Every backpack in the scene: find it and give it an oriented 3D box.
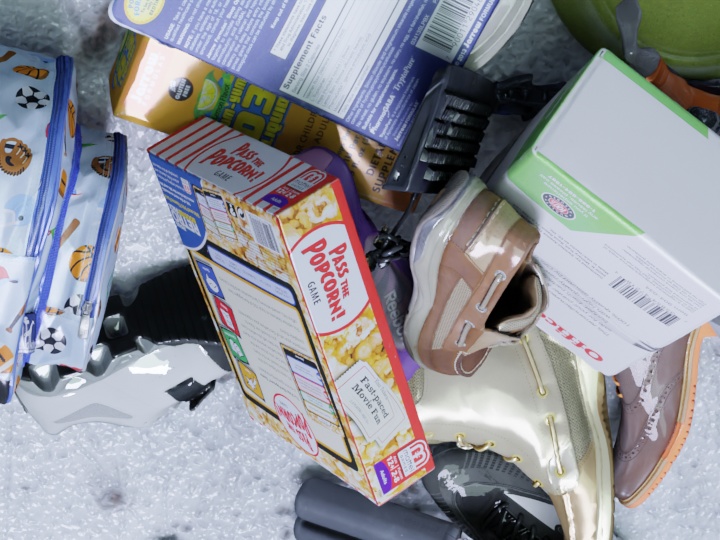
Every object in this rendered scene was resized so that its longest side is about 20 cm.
[{"bbox_3d":[-0.212,-0.037,1.254,0.153,0.200,0.192,2,112,-14],"label":"backpack"}]

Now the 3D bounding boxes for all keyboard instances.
[{"bbox_3d":[0.042,-0.055,1.241,0.020,0.200,0.128,26,97,10],"label":"keyboard"}]

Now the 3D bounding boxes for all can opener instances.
[{"bbox_3d":[0.043,0.201,1.432,0.199,0.067,0.054,17,135,13],"label":"can opener"}]

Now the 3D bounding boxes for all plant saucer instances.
[{"bbox_3d":[0.210,-0.202,1.307,0.198,0.031,0.201,-3,118,-6],"label":"plant saucer"}]

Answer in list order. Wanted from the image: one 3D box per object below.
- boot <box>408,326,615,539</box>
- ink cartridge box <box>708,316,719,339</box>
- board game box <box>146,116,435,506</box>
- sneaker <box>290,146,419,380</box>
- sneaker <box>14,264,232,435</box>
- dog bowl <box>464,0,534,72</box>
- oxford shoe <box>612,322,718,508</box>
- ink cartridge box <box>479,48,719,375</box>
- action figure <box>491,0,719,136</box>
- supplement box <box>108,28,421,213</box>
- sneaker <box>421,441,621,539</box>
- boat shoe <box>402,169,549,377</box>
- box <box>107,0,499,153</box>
[{"bbox_3d":[0.086,0.113,1.412,0.154,0.073,0.202,-7,96,-3],"label":"boot"},{"bbox_3d":[0.351,0.046,1.406,0.176,0.084,0.200,-44,124,-6],"label":"ink cartridge box"},{"bbox_3d":[-0.041,0.022,1.248,0.046,0.151,0.201,-31,122,-22],"label":"board game box"},{"bbox_3d":[0.000,0.000,1.315,0.088,0.080,0.201,-34,132,-23],"label":"sneaker"},{"bbox_3d":[-0.125,0.055,1.383,0.198,0.074,0.089,-13,138,-3],"label":"sneaker"},{"bbox_3d":[0.007,-0.203,1.249,0.198,0.074,0.202,-3,116,-7],"label":"dog bowl"},{"bbox_3d":[0.188,0.062,1.428,0.072,0.071,0.201,12,106,-10],"label":"oxford shoe"},{"bbox_3d":[0.146,-0.028,1.271,0.145,0.200,0.084,37,70,-3],"label":"ink cartridge box"},{"bbox_3d":[0.174,-0.083,1.310,0.198,0.105,0.194,2,150,0],"label":"action figure"},{"bbox_3d":[-0.051,-0.101,1.304,0.199,0.069,0.067,17,113,-15],"label":"supplement box"},{"bbox_3d":[0.125,0.188,1.470,0.200,0.091,0.066,38,106,-24],"label":"sneaker"},{"bbox_3d":[0.071,0.018,1.267,0.071,0.200,0.076,29,70,15],"label":"boat shoe"},{"bbox_3d":[-0.030,-0.157,1.206,0.199,0.032,0.122,23,110,-20],"label":"box"}]
